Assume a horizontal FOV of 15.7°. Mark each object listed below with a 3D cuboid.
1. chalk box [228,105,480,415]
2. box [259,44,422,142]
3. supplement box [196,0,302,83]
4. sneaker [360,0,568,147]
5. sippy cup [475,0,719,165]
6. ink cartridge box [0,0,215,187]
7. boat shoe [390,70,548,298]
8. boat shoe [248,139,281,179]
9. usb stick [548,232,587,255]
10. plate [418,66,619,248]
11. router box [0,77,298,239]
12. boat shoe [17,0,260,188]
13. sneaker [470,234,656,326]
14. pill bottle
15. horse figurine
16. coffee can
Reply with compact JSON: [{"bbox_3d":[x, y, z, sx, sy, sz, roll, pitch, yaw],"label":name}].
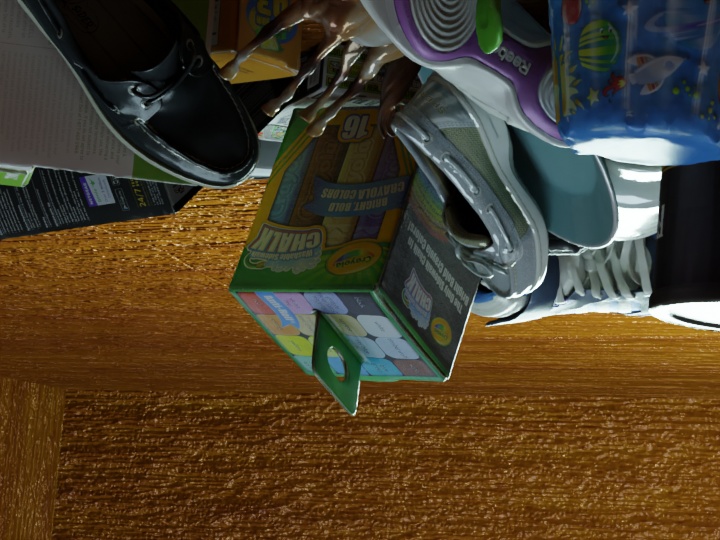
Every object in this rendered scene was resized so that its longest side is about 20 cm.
[{"bbox_3d":[0.000,0.000,1.815,0.123,0.201,0.124,2,147,32],"label":"chalk box"},{"bbox_3d":[-0.012,-0.123,1.899,0.110,0.035,0.200,8,171,-21],"label":"box"},{"bbox_3d":[-0.130,-0.153,1.667,0.199,0.069,0.066,0,172,39],"label":"supplement box"},{"bbox_3d":[0.052,-0.139,1.499,0.200,0.075,0.100,40,172,-29],"label":"sneaker"},{"bbox_3d":[0.161,-0.129,1.442,0.177,0.131,0.140,2,171,19],"label":"sippy cup"},{"bbox_3d":[-0.196,-0.126,1.598,0.199,0.148,0.076,6,172,-11],"label":"ink cartridge box"},{"bbox_3d":[0.070,-0.049,1.700,0.074,0.065,0.202,39,161,37],"label":"boat shoe"},{"bbox_3d":[-0.121,-0.101,2.022,0.199,0.070,0.066,-1,172,-14],"label":"boat shoe"},{"bbox_3d":[0.082,-0.034,1.901,0.199,0.056,0.033,0,130,32],"label":"usb stick"},{"bbox_3d":[0.102,-0.100,1.662,0.026,0.200,0.200,-38,-177,-15],"label":"plate"},{"bbox_3d":[-0.153,-0.090,1.733,0.157,0.052,0.200,-7,-158,28],"label":"router box"},{"bbox_3d":[-0.130,-0.128,1.536,0.200,0.074,0.066,52,167,-8],"label":"boat shoe"},{"bbox_3d":[0.160,0.001,1.938,0.199,0.081,0.146,-3,-176,39],"label":"sneaker"},{"bbox_3d":[0.181,-0.091,1.735,0.114,0.115,0.200,5,171,1],"label":"pill bottle"},{"bbox_3d":[-0.004,-0.142,1.591,0.050,0.133,0.200,48,-170,23],"label":"horse figurine"},{"bbox_3d":[0.251,-0.068,1.554,0.146,0.201,0.146,5,171,1],"label":"coffee can"}]
